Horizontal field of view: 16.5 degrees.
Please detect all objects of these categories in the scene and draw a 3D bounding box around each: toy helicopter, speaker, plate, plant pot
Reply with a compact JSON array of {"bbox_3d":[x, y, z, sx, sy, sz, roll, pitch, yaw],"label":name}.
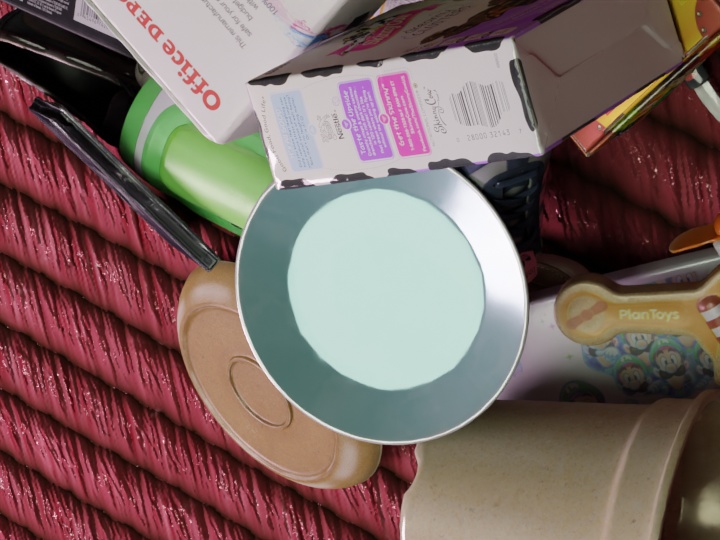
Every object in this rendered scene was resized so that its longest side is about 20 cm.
[{"bbox_3d":[0.221,0.016,1.592,0.199,0.079,0.133,0,116,15],"label":"toy helicopter"},{"bbox_3d":[-0.060,-0.062,1.667,0.199,0.088,0.089,27,127,16],"label":"speaker"},{"bbox_3d":[0.015,0.013,1.595,0.199,0.026,0.202,5,106,19],"label":"plate"},{"bbox_3d":[0.131,0.164,1.625,0.182,0.201,0.202,8,120,21],"label":"plant pot"},{"bbox_3d":[-0.067,0.084,1.824,0.200,0.027,0.201,33,145,26],"label":"plant pot"}]

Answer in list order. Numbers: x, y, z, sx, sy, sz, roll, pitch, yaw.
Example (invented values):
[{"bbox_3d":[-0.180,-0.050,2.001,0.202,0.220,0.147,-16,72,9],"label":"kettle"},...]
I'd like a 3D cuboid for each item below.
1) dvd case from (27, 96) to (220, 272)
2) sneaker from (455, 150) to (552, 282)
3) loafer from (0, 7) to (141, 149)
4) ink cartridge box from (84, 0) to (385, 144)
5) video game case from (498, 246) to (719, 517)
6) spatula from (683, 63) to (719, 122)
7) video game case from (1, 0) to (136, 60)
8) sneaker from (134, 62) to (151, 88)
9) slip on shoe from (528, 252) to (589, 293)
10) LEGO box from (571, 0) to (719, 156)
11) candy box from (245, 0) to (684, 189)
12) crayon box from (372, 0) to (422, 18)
[{"bbox_3d":[-0.169,-0.064,1.748,0.149,0.200,0.016,45,86,-13],"label":"dvd case"},{"bbox_3d":[0.097,-0.037,1.596,0.200,0.070,0.082,97,154,-69],"label":"sneaker"},{"bbox_3d":[-0.185,-0.122,1.798,0.199,0.063,0.072,35,129,10],"label":"loafer"},{"bbox_3d":[-0.059,-0.200,1.550,0.145,0.084,0.200,48,118,10],"label":"ink cartridge box"},{"bbox_3d":[0.183,0.089,1.686,0.199,0.024,0.183,-14,109,19],"label":"video game case"},{"bbox_3d":[0.228,-0.108,1.583,0.056,0.021,0.201,-30,97,42],"label":"spatula"},{"bbox_3d":[-0.188,-0.254,1.695,0.199,0.025,0.182,26,115,38],"label":"video game case"},{"bbox_3d":[-0.108,-0.202,1.712,0.082,0.078,0.200,48,130,22],"label":"sneaker"},{"bbox_3d":[0.070,0.032,1.731,0.199,0.061,0.076,0,115,31],"label":"slip on shoe"},{"bbox_3d":[0.138,-0.198,1.537,0.200,0.077,0.149,51,132,5],"label":"LEGO box"},{"bbox_3d":[0.061,-0.116,1.470,0.199,0.168,0.072,-6,108,39],"label":"candy box"},{"bbox_3d":[-0.011,-0.142,1.685,0.118,0.058,0.201,29,127,15],"label":"crayon box"}]
